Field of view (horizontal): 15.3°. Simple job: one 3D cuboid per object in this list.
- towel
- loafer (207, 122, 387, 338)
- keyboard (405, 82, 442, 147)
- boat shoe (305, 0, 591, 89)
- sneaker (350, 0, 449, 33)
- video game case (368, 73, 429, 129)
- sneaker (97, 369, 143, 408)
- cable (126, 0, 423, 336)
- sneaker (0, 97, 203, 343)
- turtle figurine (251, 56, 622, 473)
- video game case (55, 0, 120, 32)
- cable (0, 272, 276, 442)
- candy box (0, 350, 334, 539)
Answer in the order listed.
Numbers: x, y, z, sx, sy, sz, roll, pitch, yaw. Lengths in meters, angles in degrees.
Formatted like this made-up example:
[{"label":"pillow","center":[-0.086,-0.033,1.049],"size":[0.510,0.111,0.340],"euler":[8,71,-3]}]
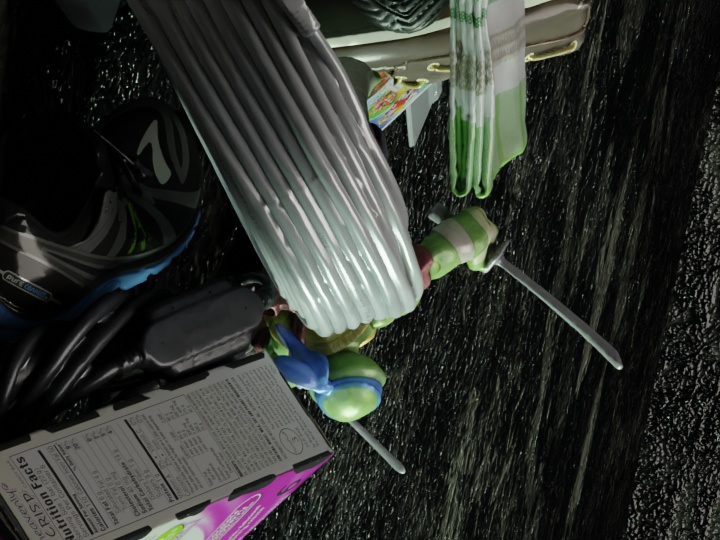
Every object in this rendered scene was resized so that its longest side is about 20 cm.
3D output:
[{"label":"towel","center":[0.075,-0.150,1.416],"size":[0.149,0.031,0.201],"euler":[-46,137,-69]},{"label":"loafer","center":[-0.041,-0.023,1.530],"size":[0.063,0.072,0.200],"euler":[43,51,-28]},{"label":"keyboard","center":[0.038,-0.168,1.819],"size":[0.200,0.011,0.056],"euler":[84,29,-52]},{"label":"boat shoe","center":[0.042,-0.136,1.539],"size":[0.072,0.199,0.060],"euler":[-133,-147,-51]},{"label":"sneaker","center":[0.004,-0.222,1.400],"size":[0.077,0.075,0.201],"euler":[-75,148,-75]},{"label":"video game case","center":[0.052,-0.154,1.640],"size":[0.200,0.018,0.143],"euler":[-43,169,8]},{"label":"sneaker","center":[-0.091,0.093,1.428],"size":[0.114,0.076,0.200],"euler":[-59,161,-55]},{"label":"cable","center":[-0.038,-0.062,1.222],"size":[0.201,0.069,0.200],"euler":[63,-3,-7]},{"label":"sneaker","center":[-0.121,-0.035,1.200],"size":[0.200,0.071,0.083],"euler":[-45,152,-59]},{"label":"turtle figurine","center":[0.000,0.000,1.433],"size":[0.144,0.199,0.195],"euler":[-44,-126,48]},{"label":"video game case","center":[-0.110,-0.228,1.166],"size":[0.182,0.023,0.201],"euler":[59,45,-70]},{"label":"cable","center":[-0.132,0.065,1.186],"size":[0.200,0.051,0.163],"euler":[-27,168,-45]},{"label":"candy box","center":[-0.120,0.113,1.129],"size":[0.136,0.061,0.200],"euler":[-45,164,34]}]
